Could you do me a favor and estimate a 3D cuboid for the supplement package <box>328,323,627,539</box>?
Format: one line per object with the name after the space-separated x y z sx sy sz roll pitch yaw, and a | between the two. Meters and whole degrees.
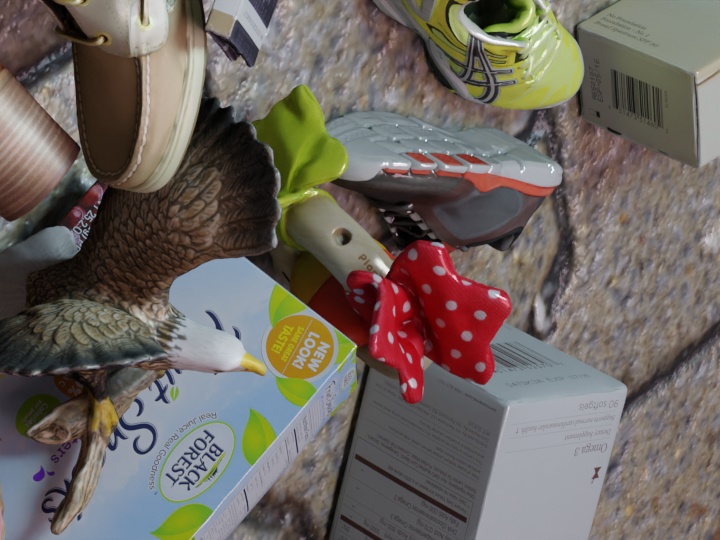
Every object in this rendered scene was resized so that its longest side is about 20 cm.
0.065 0.146 1.836 0.117 0.117 0.201 -6 115 -46 | supplement package

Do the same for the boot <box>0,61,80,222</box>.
-0.234 -0.071 1.407 0.155 0.200 0.077 42 63 -14 | boot

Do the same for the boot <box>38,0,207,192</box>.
-0.143 -0.128 1.303 0.154 0.072 0.201 -9 105 -44 | boot

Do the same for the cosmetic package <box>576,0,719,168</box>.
0.239 -0.148 1.874 0.200 0.103 0.073 -33 132 -33 | cosmetic package

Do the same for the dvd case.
-0.027 -0.196 1.383 0.149 0.016 0.201 27 83 -88 | dvd case

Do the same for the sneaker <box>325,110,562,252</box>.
0.043 -0.039 1.745 0.200 0.077 0.082 5 113 -48 | sneaker

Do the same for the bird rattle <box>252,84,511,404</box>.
0.000 0.000 1.639 0.113 0.200 0.163 -51 163 -14 | bird rattle

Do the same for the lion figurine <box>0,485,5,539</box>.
-0.240 0.066 1.444 0.072 0.200 0.123 -33 160 -25 | lion figurine

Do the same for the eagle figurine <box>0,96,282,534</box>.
-0.112 0.015 1.418 0.150 0.152 0.200 -9 155 -7 | eagle figurine

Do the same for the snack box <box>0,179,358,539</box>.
-0.125 0.072 1.542 0.200 0.168 0.068 -48 166 -15 | snack box

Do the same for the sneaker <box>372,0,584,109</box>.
0.078 -0.137 1.725 0.200 0.076 0.076 29 87 -52 | sneaker
